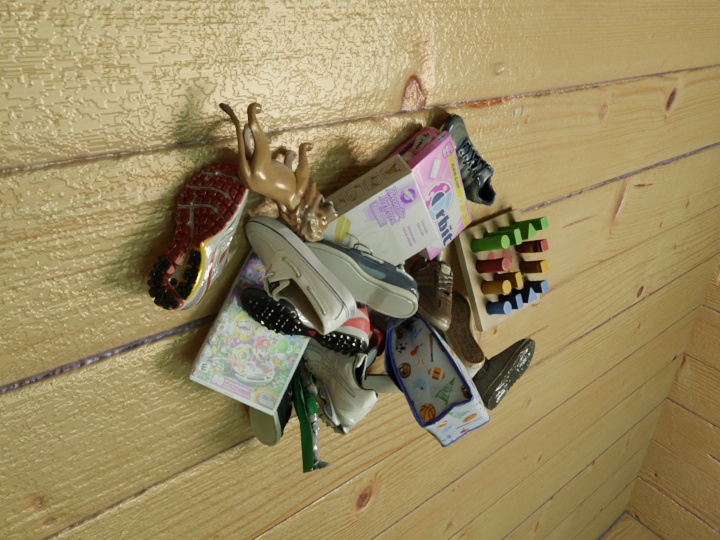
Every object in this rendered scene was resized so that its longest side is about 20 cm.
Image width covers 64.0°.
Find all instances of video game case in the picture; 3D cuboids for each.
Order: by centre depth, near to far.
[{"bbox_3d":[-0.142,0.089,0.835,0.142,0.018,0.203,30,80,-26],"label":"video game case"}]

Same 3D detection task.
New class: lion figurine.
[{"bbox_3d":[-0.108,-0.118,0.735,0.198,0.071,0.126,21,67,-49],"label":"lion figurine"}]

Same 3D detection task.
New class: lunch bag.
[{"bbox_3d":[0.117,0.180,0.991,0.122,0.202,0.170,-29,148,4],"label":"lunch bag"}]

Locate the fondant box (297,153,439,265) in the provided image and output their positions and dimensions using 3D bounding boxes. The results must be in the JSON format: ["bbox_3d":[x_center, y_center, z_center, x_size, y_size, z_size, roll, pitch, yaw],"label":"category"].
[{"bbox_3d":[0.008,-0.060,0.880,0.198,0.059,0.145,-32,134,0],"label":"fondant box"}]

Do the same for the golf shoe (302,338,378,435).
[{"bbox_3d":[-0.032,0.145,0.884,0.096,0.202,0.078,-33,141,8],"label":"golf shoe"}]

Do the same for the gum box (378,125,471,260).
[{"bbox_3d":[0.113,-0.133,0.979,0.113,0.066,0.202,-41,135,-17],"label":"gum box"}]

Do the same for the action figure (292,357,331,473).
[{"bbox_3d":[-0.085,0.215,0.929,0.053,0.205,0.118,-9,165,-11],"label":"action figure"}]

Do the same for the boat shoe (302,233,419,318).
[{"bbox_3d":[0.000,0.000,0.836,0.196,0.063,0.075,23,133,-12],"label":"boat shoe"}]

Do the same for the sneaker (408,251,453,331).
[{"bbox_3d":[0.126,0.022,0.997,0.069,0.201,0.076,27,112,-18],"label":"sneaker"}]

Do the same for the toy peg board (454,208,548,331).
[{"bbox_3d":[0.306,-0.007,1.151,0.197,0.097,0.204,-21,99,-35],"label":"toy peg board"}]

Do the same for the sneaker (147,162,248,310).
[{"bbox_3d":[-0.201,-0.044,0.738,0.203,0.077,0.082,-63,171,-6],"label":"sneaker"}]

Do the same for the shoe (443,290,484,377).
[{"bbox_3d":[0.189,0.121,1.116,0.068,0.202,0.054,-3,132,-5],"label":"shoe"}]

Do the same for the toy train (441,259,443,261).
[{"bbox_3d":[0.127,0.069,1.130,0.056,0.041,0.204,0,112,-54],"label":"toy train"}]

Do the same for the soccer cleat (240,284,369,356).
[{"bbox_3d":[-0.076,0.057,0.830,0.196,0.074,0.068,22,139,-16],"label":"soccer cleat"}]

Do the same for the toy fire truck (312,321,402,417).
[{"bbox_3d":[0.008,0.173,1.032,0.199,0.127,0.179,-10,127,-62],"label":"toy fire truck"}]

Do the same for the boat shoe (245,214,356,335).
[{"bbox_3d":[-0.096,0.007,0.766,0.069,0.200,0.071,-37,163,-31],"label":"boat shoe"}]

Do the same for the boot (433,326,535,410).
[{"bbox_3d":[0.224,0.163,1.154,0.181,0.199,0.073,-40,134,-20],"label":"boot"}]

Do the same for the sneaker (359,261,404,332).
[{"bbox_3d":[0.047,0.049,1.001,0.075,0.091,0.203,-31,131,-25],"label":"sneaker"}]

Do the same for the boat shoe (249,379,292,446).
[{"bbox_3d":[-0.139,0.174,0.915,0.066,0.073,0.204,-33,122,-58],"label":"boat shoe"}]

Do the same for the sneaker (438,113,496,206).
[{"bbox_3d":[0.192,-0.191,1.011,0.074,0.080,0.201,-49,137,-10],"label":"sneaker"}]
